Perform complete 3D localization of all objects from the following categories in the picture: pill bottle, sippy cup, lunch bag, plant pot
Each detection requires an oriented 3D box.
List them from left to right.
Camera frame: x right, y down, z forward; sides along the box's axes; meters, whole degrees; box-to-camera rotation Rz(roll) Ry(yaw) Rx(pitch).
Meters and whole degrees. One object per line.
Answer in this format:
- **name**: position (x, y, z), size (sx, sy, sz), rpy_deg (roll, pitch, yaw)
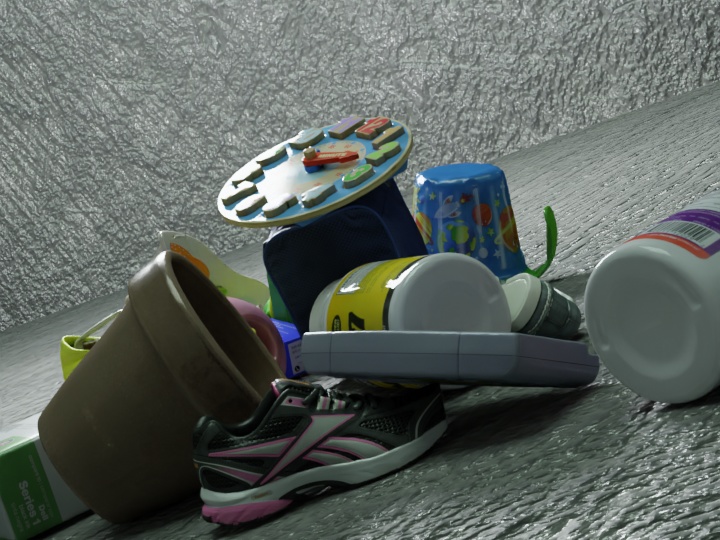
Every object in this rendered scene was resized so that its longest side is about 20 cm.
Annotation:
- **plant pot**: position (-0.162, 0.113, 1.317), size (0.174, 0.201, 0.200), rpy_deg (-38, 6, 3)
- **lunch bag**: position (0.000, 0.000, 1.600), size (0.135, 0.201, 0.133), rpy_deg (-17, 25, 16)
- **pill bottle**: position (0.037, 0.047, 1.418), size (0.114, 0.115, 0.200), rpy_deg (-24, 6, -24)
- **sippy cup**: position (0.110, -0.044, 1.721), size (0.177, 0.131, 0.140), rpy_deg (-10, 13, -17)
- **pill bottle**: position (0.251, 0.004, 1.104), size (0.199, 0.112, 0.111), rpy_deg (-26, 8, -42)

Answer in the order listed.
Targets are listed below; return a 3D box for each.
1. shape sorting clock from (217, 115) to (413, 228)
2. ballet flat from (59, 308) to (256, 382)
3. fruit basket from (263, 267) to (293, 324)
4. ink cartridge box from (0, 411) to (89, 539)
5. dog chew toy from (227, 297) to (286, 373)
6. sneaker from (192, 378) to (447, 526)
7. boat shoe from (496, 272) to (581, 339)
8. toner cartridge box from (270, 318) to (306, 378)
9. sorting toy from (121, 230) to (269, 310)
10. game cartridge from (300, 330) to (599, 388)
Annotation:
- **shape sorting clock**: position (-0.045, -0.098, 1.546), size (0.199, 0.039, 0.200), rpy_deg (-15, 23, 7)
- **ballet flat**: position (-0.193, 0.063, 1.484), size (0.199, 0.067, 0.067), rpy_deg (-16, 5, 22)
- **fruit basket**: position (-0.039, 0.016, 1.853), size (0.214, 0.157, 0.216), rpy_deg (-7, 19, 2)
- **ink cartridge box**: position (-0.262, 0.169, 1.480), size (0.199, 0.085, 0.146), rpy_deg (-23, 7, -30)
- **dog chew toy**: position (-0.164, 0.103, 1.597), size (0.200, 0.125, 0.124), rpy_deg (-26, 1, 44)
- **sneaker**: position (-0.031, 0.115, 1.182), size (0.199, 0.087, 0.080), rpy_deg (-20, 7, -13)
- **boat shoe**: position (0.140, 0.044, 1.450), size (0.061, 0.073, 0.200), rpy_deg (22, -10, -10)
- **toner cartridge box**: position (-0.135, 0.084, 1.763), size (0.095, 0.043, 0.200), rpy_deg (-17, 16, -31)
- **sorting toy**: position (-0.198, 0.064, 1.947), size (0.179, 0.107, 0.200), rpy_deg (3, -51, -46)
- **game cartridge**: position (0.059, 0.066, 1.202), size (0.199, 0.041, 0.133), rpy_deg (-2, -11, 40)
